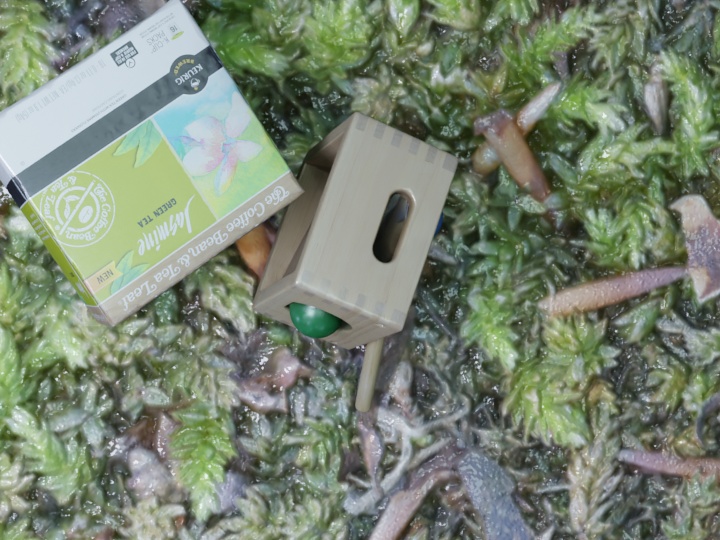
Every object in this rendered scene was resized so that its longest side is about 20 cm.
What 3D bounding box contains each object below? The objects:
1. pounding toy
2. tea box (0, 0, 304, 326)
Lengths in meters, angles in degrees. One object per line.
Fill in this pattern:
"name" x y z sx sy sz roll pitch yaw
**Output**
"pounding toy" 0.000 0.000 1.391 0.141 0.184 0.202 22 76 -13
"tea box" -0.189 -0.088 1.353 0.199 0.134 0.198 -36 99 -12
